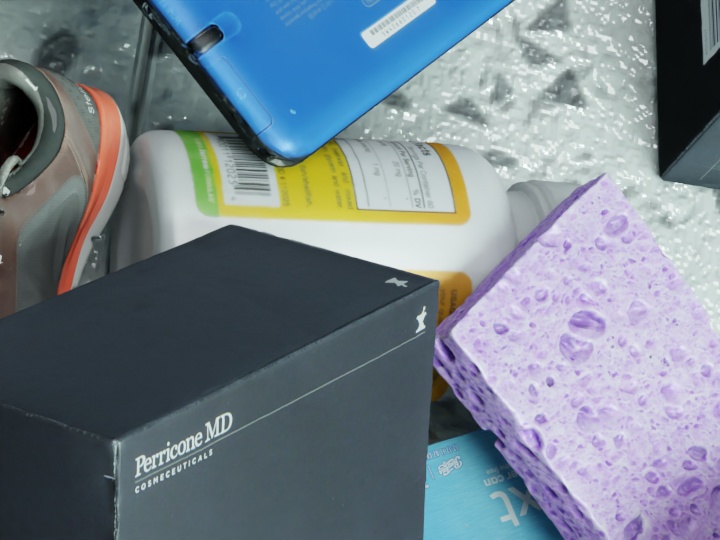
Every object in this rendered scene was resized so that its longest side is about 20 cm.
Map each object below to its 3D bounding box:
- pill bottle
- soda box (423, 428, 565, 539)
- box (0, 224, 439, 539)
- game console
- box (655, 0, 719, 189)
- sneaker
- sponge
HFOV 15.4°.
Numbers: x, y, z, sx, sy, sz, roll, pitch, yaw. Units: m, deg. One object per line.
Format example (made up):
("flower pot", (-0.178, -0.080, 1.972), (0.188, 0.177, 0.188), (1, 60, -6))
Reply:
("pill bottle", (0.000, 0.000, 1.134), (0.198, 0.111, 0.112), (2, 65, -17))
("soda box", (0.075, 0.101, 1.138), (0.199, 0.064, 0.068), (-16, 72, -23))
("box", (-0.068, 0.101, 0.979), (0.104, 0.183, 0.200), (16, 23, 30))
("game console", (-0.052, -0.132, 1.170), (0.171, 0.118, 0.200), (52, 49, -1))
("box", (0.261, -0.118, 1.223), (0.195, 0.200, 0.125), (7, 66, -14))
("sneaker", (-0.156, 0.007, 1.075), (0.077, 0.082, 0.201), (-1, 69, 29))
("sponge", (0.121, 0.073, 1.094), (0.112, 0.030, 0.200), (-43, 99, -32))
